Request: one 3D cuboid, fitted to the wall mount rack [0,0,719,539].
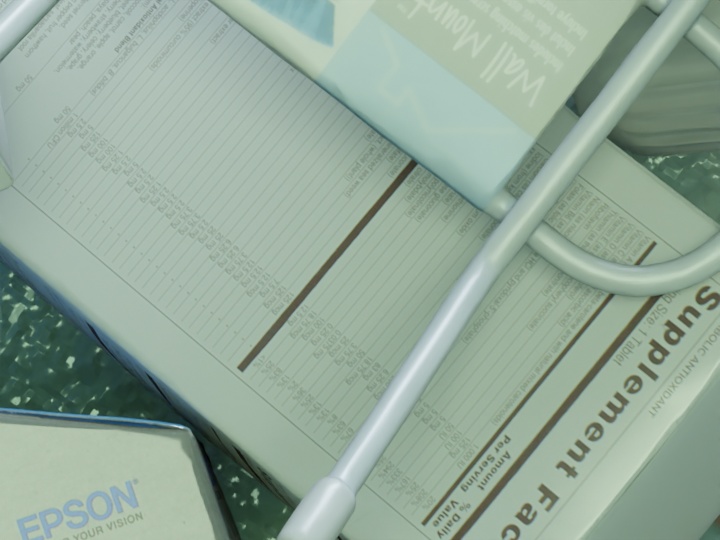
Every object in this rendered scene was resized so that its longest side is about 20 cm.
[{"bbox_3d":[-0.008,-0.046,0.611,0.200,0.075,0.174,37,89,-1],"label":"wall mount rack"}]

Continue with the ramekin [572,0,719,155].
[{"bbox_3d":[0.082,-0.120,0.722,0.094,0.202,0.204,-15,86,8],"label":"ramekin"}]

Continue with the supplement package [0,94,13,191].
[{"bbox_3d":[-0.164,-0.097,0.686,0.116,0.201,0.118,-22,130,5],"label":"supplement package"}]

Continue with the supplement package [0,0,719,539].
[{"bbox_3d":[0.000,0.000,0.720,0.200,0.110,0.114,40,86,19],"label":"supplement package"}]

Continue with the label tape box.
[{"bbox_3d":[-0.057,0.082,0.720,0.063,0.144,0.201,-20,87,-3],"label":"label tape box"}]
